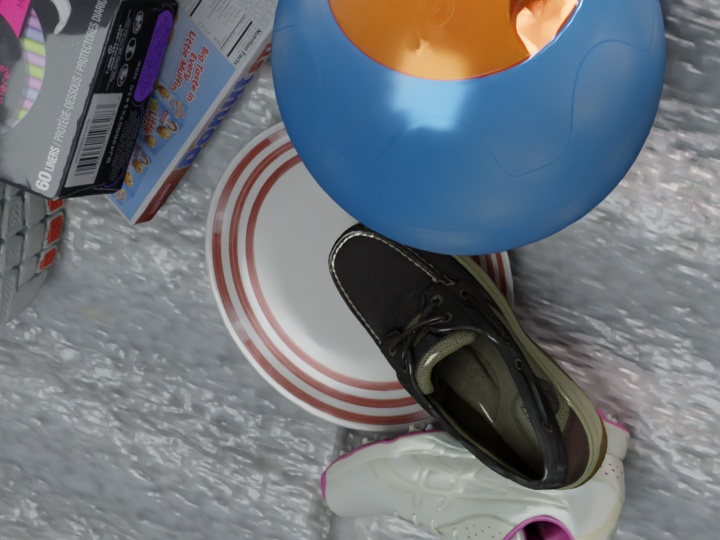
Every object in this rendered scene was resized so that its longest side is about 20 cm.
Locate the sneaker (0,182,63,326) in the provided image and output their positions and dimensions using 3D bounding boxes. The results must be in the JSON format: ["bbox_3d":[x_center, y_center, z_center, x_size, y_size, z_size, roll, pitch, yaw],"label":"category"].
[{"bbox_3d":[-0.239,-0.066,1.347,0.081,0.077,0.202,10,106,32],"label":"sneaker"}]

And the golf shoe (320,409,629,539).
[{"bbox_3d":[0.062,0.135,1.263,0.199,0.075,0.092,-12,70,31],"label":"golf shoe"}]

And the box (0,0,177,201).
[{"bbox_3d":[-0.222,-0.130,1.224,0.198,0.106,0.123,21,99,11],"label":"box"}]

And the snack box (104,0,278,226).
[{"bbox_3d":[-0.104,-0.119,1.271,0.072,0.024,0.200,47,124,12],"label":"snack box"}]

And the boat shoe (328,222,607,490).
[{"bbox_3d":[0.053,0.043,1.202,0.200,0.065,0.073,42,109,19],"label":"boat shoe"}]

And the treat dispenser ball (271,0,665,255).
[{"bbox_3d":[0.054,-0.109,1.099,0.199,0.201,0.203,10,116,22],"label":"treat dispenser ball"}]

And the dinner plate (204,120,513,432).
[{"bbox_3d":[0.000,0.000,1.280,0.198,0.024,0.202,10,117,21],"label":"dinner plate"}]
